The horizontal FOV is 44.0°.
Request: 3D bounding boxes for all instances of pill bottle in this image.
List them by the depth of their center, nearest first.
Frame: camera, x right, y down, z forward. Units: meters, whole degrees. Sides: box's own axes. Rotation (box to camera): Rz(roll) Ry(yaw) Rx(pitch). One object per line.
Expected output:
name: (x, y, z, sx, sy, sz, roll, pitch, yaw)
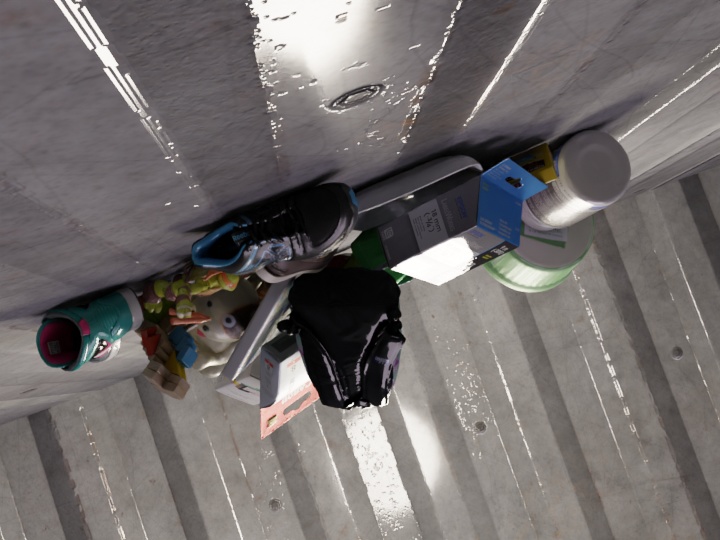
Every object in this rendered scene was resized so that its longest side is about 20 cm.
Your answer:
pill bottle: (0.318, -0.130, 1.369, 0.113, 0.115, 0.200, -18, 173, -16)

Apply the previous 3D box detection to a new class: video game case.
video game case: (-0.110, 0.042, 1.249, 0.201, 0.022, 0.182, -58, 175, 21)

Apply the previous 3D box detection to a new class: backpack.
backpack: (-0.009, 0.093, 1.197, 0.165, 0.201, 0.127, 3, -138, 13)

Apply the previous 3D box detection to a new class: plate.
plate: (0.066, -0.102, 1.152, 0.198, 0.033, 0.199, -21, 175, 13)

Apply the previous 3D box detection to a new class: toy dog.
toy dog: (-0.207, 0.070, 1.365, 0.193, 0.140, 0.200, -32, 179, -17)

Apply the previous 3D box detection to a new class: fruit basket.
fruit basket: (0.000, 0.000, 1.306, 0.199, 0.094, 0.185, -34, -172, 26)

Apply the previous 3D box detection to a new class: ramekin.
ramekin: (0.297, -0.072, 1.510, 0.198, 0.202, 0.098, -18, 169, -16)

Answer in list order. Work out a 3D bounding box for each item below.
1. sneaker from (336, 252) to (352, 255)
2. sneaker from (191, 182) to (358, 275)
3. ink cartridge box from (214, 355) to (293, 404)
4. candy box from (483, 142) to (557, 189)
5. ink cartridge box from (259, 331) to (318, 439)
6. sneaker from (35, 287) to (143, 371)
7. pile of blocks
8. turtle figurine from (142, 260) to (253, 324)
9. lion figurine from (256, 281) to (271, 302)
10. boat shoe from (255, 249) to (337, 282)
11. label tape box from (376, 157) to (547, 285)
sneaker: (-0.089, 0.020, 1.675, 0.198, 0.076, 0.092, -22, 171, 12)
sneaker: (-0.093, -0.038, 0.971, 0.199, 0.074, 0.082, -23, 173, 25)
ink cartridge box: (-0.158, 0.134, 1.481, 0.083, 0.146, 0.200, 24, 158, -18)
candy box: (0.175, -0.117, 1.252, 0.198, 0.027, 0.102, -22, -160, 16)
ink cartridge box: (-0.080, 0.158, 1.339, 0.162, 0.050, 0.201, -32, 140, -37)
sneaker: (-0.378, 0.094, 1.197, 0.120, 0.084, 0.200, -23, 170, -39)
pile of blocks: (-0.267, 0.082, 1.209, 0.082, 0.201, 0.062, -31, 135, 2)
turtle figurine: (-0.213, 0.019, 1.152, 0.160, 0.065, 0.200, -11, -161, 40)
lion figurine: (-0.135, 0.022, 1.492, 0.121, 0.073, 0.200, -18, 173, -14)
boat shoe: (-0.067, -0.038, 1.114, 0.059, 0.072, 0.200, -39, 173, 26)
label tape box: (0.143, -0.057, 1.167, 0.199, 0.064, 0.144, -27, 157, 26)
